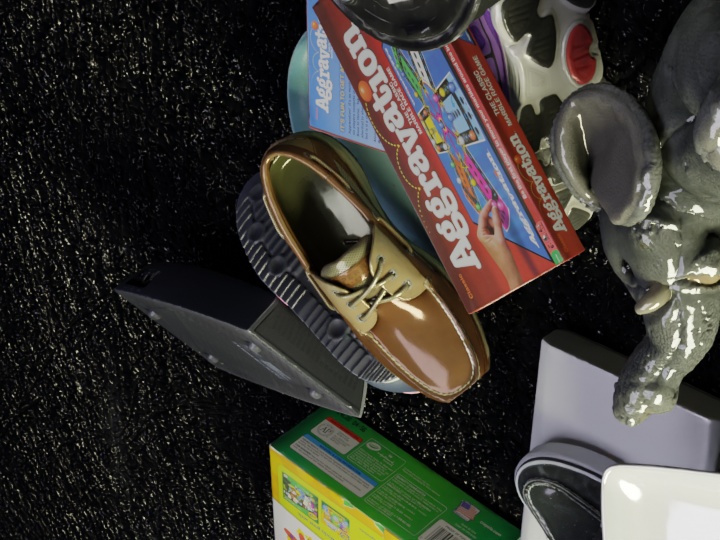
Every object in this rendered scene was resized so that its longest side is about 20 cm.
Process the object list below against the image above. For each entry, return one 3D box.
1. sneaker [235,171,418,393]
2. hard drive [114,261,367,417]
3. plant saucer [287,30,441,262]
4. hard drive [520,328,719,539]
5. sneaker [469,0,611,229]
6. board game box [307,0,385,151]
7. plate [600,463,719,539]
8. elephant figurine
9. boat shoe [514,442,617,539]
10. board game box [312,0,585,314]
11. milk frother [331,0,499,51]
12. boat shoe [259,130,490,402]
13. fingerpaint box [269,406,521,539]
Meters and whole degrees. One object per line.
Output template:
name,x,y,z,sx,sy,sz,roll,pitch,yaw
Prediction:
sneaker,-0.015,0.012,1.243,0.200,0.070,0.082,54,-169,30
hard drive,-0.086,0.046,1.330,0.135,0.042,0.200,40,165,-32
plant saucer,0.033,-0.076,1.135,0.200,0.027,0.200,33,142,31
hard drive,0.163,0.149,1.132,0.132,0.026,0.200,25,125,34
sneaker,0.094,-0.110,1.003,0.083,0.080,0.200,36,139,56
board game box,0.010,-0.167,1.039,0.103,0.019,0.200,21,123,38
plate,0.235,0.204,0.989,0.199,0.032,0.201,0,100,24
elephant figurine,0.162,-0.046,0.888,0.141,0.155,0.200,36,140,-11
boat shoe,0.161,0.184,1.081,0.199,0.068,0.074,44,134,20
board game box,0.045,-0.081,0.990,0.200,0.019,0.103,63,150,5
milk frother,0.041,-0.235,0.830,0.180,0.188,0.200,20,134,40
boat shoe,0.000,0.000,1.128,0.076,0.074,0.200,-42,83,15
fingerpaint box,0.027,0.221,1.366,0.200,0.073,0.167,31,140,33
